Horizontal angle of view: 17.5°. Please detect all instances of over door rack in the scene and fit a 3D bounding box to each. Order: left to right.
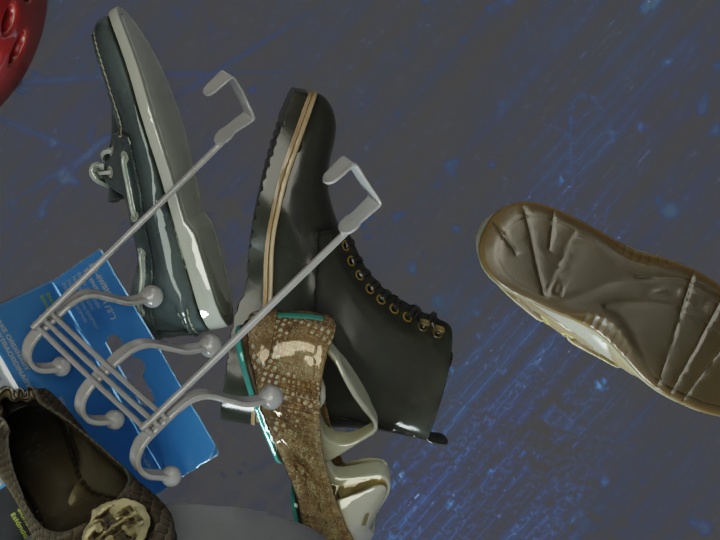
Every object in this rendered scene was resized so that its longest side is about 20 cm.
[{"bbox_3d":[-0.082,0.008,1.286,0.200,0.067,0.148,-53,43,-1],"label":"over door rack"}]

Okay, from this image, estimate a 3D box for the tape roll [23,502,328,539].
[{"bbox_3d":[-0.104,0.201,1.313,0.199,0.201,0.066,-3,60,2],"label":"tape roll"}]

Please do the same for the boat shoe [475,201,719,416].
[{"bbox_3d":[0.155,0.019,1.377,0.200,0.066,0.074,33,89,-10],"label":"boat shoe"}]

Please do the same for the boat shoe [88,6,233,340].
[{"bbox_3d":[-0.132,-0.055,1.388,0.062,0.073,0.201,-18,89,11],"label":"boat shoe"}]

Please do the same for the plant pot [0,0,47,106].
[{"bbox_3d":[-0.293,-0.170,1.346,0.199,0.182,0.202,0,90,4],"label":"plant pot"}]

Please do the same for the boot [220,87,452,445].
[{"bbox_3d":[0.000,0.000,1.387,0.138,0.077,0.201,10,102,-1],"label":"boot"}]

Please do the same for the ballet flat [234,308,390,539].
[{"bbox_3d":[-0.018,0.109,1.345,0.065,0.071,0.201,-11,122,7],"label":"ballet flat"}]

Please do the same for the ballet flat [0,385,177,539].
[{"bbox_3d":[-0.156,0.109,1.241,0.067,0.200,0.047,-29,123,-13],"label":"ballet flat"}]

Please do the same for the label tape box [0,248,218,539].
[{"bbox_3d":[-0.204,0.100,1.368,0.200,0.066,0.144,-32,87,18],"label":"label tape box"}]
